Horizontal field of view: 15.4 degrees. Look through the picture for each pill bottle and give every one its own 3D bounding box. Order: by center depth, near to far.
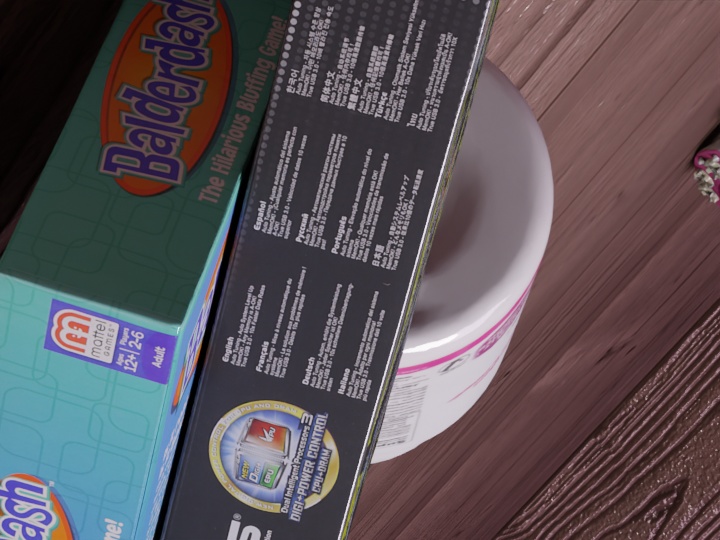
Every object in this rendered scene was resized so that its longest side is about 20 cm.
[{"bbox_3d":[0.000,0.000,0.906,0.113,0.113,0.200,-42,170,-13],"label":"pill bottle"}]

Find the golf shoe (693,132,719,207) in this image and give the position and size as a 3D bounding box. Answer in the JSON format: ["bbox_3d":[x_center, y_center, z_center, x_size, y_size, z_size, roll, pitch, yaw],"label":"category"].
[{"bbox_3d":[0.282,-0.091,1.782,0.092,0.075,0.200,-44,172,-17],"label":"golf shoe"}]

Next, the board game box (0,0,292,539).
[{"bbox_3d":[-0.060,0.027,0.672,0.152,0.045,0.200,-72,179,-47],"label":"board game box"}]

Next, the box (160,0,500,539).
[{"bbox_3d":[0.000,-0.023,0.671,0.160,0.044,0.200,-70,175,-59],"label":"box"}]
